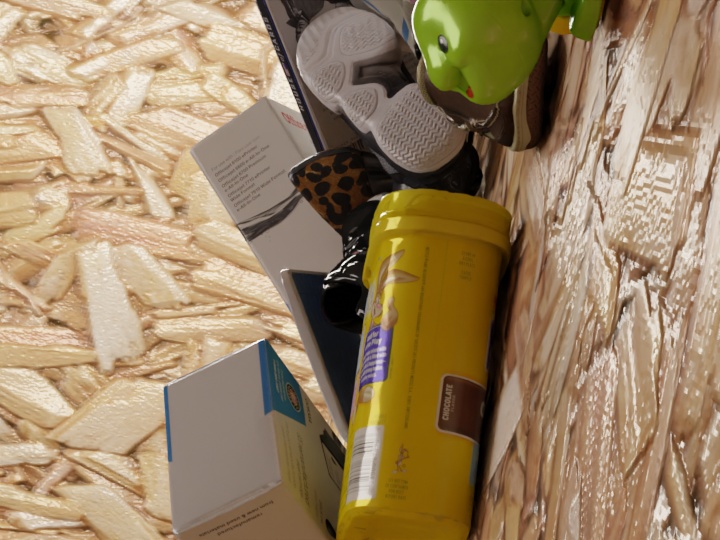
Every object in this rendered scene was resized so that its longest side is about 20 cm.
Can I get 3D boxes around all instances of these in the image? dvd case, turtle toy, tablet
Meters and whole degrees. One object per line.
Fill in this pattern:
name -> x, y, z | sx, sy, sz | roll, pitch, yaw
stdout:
dvd case -> 0.001, -0.197, 1.897 | 0.025, 0.150, 0.201 | 22, 138, 59
turtle toy -> 0.084, -0.178, 1.252 | 0.146, 0.101, 0.201 | 109, 171, -73
tablet -> -0.017, 0.062, 1.816 | 0.200, 0.014, 0.131 | 5, -116, -80

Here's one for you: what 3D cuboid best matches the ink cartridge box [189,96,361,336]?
ink cartridge box -> -0.039, -0.034, 2.046 | 0.200, 0.084, 0.145 | 57, -170, 12

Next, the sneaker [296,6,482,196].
sneaker -> 0.024, -0.107, 1.821 | 0.200, 0.075, 0.114 | 50, 172, 44

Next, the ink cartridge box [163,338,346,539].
ink cartridge box -> -0.044, 0.169, 1.620 | 0.200, 0.086, 0.147 | 54, -164, -35

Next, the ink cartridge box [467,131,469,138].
ink cartridge box -> 0.052, -0.152, 2.049 | 0.146, 0.084, 0.201 | -93, 14, -81

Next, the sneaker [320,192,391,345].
sneaker -> 0.004, 0.000, 1.761 | 0.200, 0.087, 0.076 | -138, 35, -66

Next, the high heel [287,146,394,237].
high heel -> 0.000, 0.000, 1.908 | 0.071, 0.142, 0.201 | -108, 27, -64

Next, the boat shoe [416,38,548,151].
boat shoe -> 0.071, -0.112, 1.517 | 0.202, 0.074, 0.075 | -120, 34, -88

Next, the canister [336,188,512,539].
canister -> 0.037, 0.069, 1.528 | 0.149, 0.086, 0.201 | 106, 173, -72

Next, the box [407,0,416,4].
box -> 0.091, -0.269, 1.525 | 0.200, 0.096, 0.177 | -83, 4, -66

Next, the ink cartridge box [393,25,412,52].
ink cartridge box -> 0.079, -0.238, 1.789 | 0.200, 0.084, 0.146 | 129, 151, -85

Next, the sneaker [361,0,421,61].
sneaker -> 0.038, -0.191, 1.654 | 0.072, 0.200, 0.072 | -47, -6, 20
